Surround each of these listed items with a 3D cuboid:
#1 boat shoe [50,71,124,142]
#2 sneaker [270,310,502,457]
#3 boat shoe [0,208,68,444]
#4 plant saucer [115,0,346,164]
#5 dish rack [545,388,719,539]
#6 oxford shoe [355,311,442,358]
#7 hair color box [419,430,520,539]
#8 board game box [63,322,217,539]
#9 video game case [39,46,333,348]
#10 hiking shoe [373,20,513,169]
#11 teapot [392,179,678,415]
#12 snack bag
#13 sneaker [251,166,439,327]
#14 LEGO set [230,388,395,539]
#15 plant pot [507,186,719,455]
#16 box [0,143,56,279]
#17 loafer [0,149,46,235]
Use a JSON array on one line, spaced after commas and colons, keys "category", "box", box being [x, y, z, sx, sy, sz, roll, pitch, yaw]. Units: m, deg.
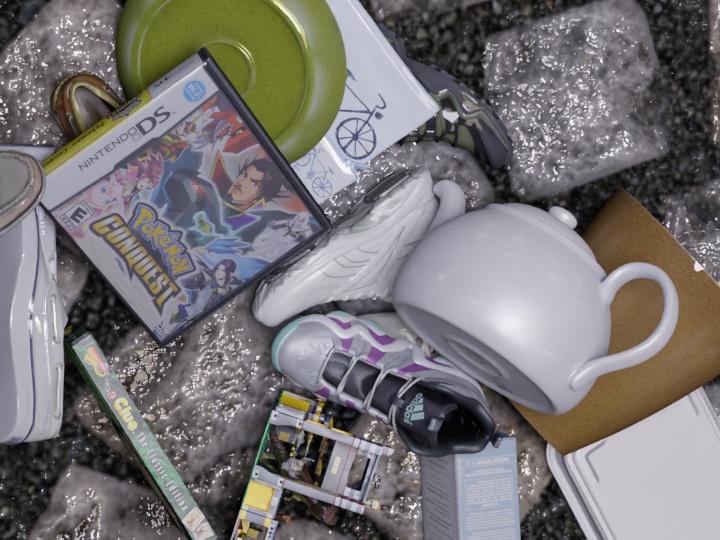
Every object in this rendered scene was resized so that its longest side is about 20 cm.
[{"category": "boat shoe", "box": [-0.188, -0.076, 1.485, 0.072, 0.068, 0.200, -43, 104, -10]}, {"category": "sneaker", "box": [0.029, 0.101, 1.468, 0.199, 0.140, 0.078, 16, 103, -19]}, {"category": "boat shoe", "box": [-0.266, 0.037, 1.422, 0.065, 0.072, 0.202, 5, 76, -50]}, {"category": "plant saucer", "box": [-0.111, -0.168, 1.467, 0.198, 0.031, 0.202, 5, 114, 10]}, {"category": "dish rack", "box": [0.282, 0.200, 1.656, 0.171, 0.044, 0.201, -31, 101, -11]}, {"category": "oxford shoe", "box": [0.049, 0.064, 1.571, 0.198, 0.058, 0.076, -5, 94, -17]}, {"category": "hair color box", "box": [0.098, 0.242, 1.576, 0.060, 0.099, 0.202, -4, 95, -16]}, {"category": "board game box", "box": [-0.188, 0.137, 1.482, 0.023, 0.105, 0.201, -32, 103, -10]}, {"category": "video game case", "box": [-0.146, -0.055, 1.458, 0.180, 0.026, 0.200, -35, 124, 2]}, {"category": "hiking shoe", "box": [0.039, -0.137, 1.553, 0.199, 0.076, 0.101, 35, 92, -7]}, {"category": "teapot", "box": [0.134, 0.014, 1.452, 0.199, 0.197, 0.147, 36, 80, -6]}, {"category": "snack bag", "box": [-0.056, -0.149, 1.493, 0.199, 0.021, 0.189, -32, 104, 21]}, {"category": "sneaker", "box": [0.000, 0.000, 1.544, 0.199, 0.078, 0.100, -35, 106, -10]}, {"category": "LEGO set", "box": [-0.040, 0.201, 1.505, 0.115, 0.154, 0.202, 18, 81, 0]}, {"category": "plant pot", "box": [0.221, 0.062, 1.570, 0.200, 0.186, 0.186, -43, 104, 4]}, {"category": "box", "box": [-0.329, -0.003, 1.459, 0.157, 0.048, 0.202, -1, 94, -16]}, {"category": "loafer", "box": [-0.343, -0.046, 1.373, 0.198, 0.063, 0.072, -18, 77, 4]}]
